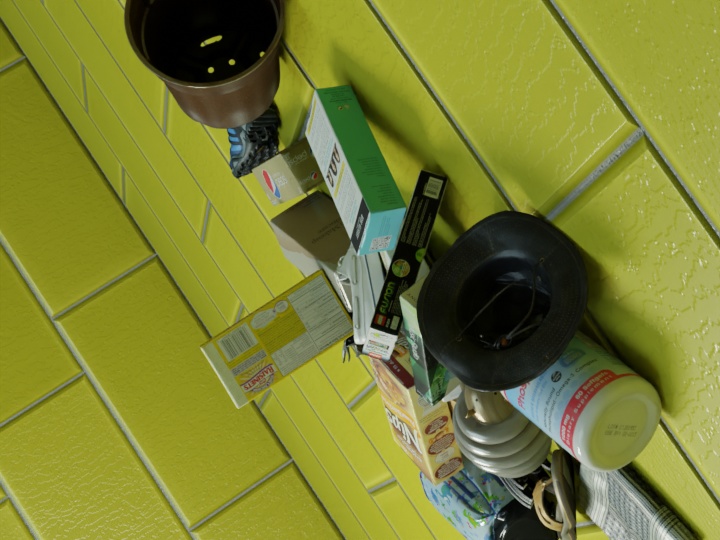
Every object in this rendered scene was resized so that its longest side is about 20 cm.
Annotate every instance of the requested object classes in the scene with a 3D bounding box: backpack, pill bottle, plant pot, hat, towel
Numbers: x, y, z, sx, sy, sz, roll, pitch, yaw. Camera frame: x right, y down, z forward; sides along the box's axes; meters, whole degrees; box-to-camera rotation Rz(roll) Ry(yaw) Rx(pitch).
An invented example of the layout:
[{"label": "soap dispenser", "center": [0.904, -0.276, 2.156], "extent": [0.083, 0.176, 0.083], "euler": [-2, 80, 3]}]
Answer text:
[{"label": "backpack", "center": [0.177, 0.319, 1.966], "extent": [0.200, 0.153, 0.163], "euler": [62, 178, 40]}, {"label": "pill bottle", "center": [0.213, 0.117, 1.461], "extent": [0.200, 0.109, 0.109], "euler": [39, 157, 48]}, {"label": "plant pot", "center": [-0.187, -0.289, 1.782], "extent": [0.201, 0.200, 0.198], "euler": [53, 172, 14]}, {"label": "hat", "center": [0.160, 0.041, 1.423], "extent": [0.081, 0.201, 0.201], "euler": [33, -173, -47]}, {"label": "towel", "center": [0.318, 0.299, 1.642], "extent": [0.193, 0.034, 0.200], "euler": [48, 163, 31]}]

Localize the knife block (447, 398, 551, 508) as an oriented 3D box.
[{"label": "knife block", "center": [0.178, 0.225, 1.876], "extent": [0.176, 0.064, 0.200], "euler": [63, 164, -17]}]

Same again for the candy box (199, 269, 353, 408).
[{"label": "candy box", "center": [-0.112, 0.094, 1.916], "extent": [0.102, 0.200, 0.026], "euler": [60, 169, -11]}]

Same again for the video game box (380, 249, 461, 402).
[{"label": "video game box", "center": [0.074, 0.039, 1.769], "extent": [0.200, 0.047, 0.183], "euler": [-114, 6, -50]}]

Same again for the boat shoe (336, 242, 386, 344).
[{"label": "boat shoe", "center": [0.000, 0.000, 1.853], "extent": [0.074, 0.065, 0.201], "euler": [55, -156, -68]}]

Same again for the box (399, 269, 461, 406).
[{"label": "box", "center": [0.115, 0.051, 1.572], "extent": [0.036, 0.144, 0.200], "euler": [39, 158, 32]}]

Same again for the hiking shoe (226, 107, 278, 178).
[{"label": "hiking shoe", "center": [-0.169, -0.214, 2.102], "extent": [0.087, 0.074, 0.200], "euler": [61, 157, 17]}]

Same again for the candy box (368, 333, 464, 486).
[{"label": "candy box", "center": [0.075, 0.187, 1.896], "extent": [0.115, 0.055, 0.201], "euler": [45, 158, 46]}]

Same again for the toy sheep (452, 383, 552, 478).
[{"label": "toy sheep", "center": [0.176, 0.186, 1.699], "extent": [0.138, 0.138, 0.200], "euler": [43, 174, 43]}]

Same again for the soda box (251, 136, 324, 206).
[{"label": "soda box", "center": [-0.096, -0.144, 2.000], "extent": [0.068, 0.064, 0.200], "euler": [59, 166, -6]}]

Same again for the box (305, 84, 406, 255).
[{"label": "box", "center": [-0.008, -0.123, 1.660], "extent": [0.082, 0.049, 0.201], "euler": [107, 147, -51]}]

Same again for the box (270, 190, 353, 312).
[{"label": "box", "center": [-0.038, -0.030, 1.993], "extent": [0.200, 0.095, 0.078], "euler": [36, 154, 50]}]

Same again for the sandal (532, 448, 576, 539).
[{"label": "sandal", "center": [0.247, 0.294, 1.765], "extent": [0.200, 0.054, 0.081], "euler": [76, -167, -58]}]

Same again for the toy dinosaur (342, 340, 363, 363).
[{"label": "toy dinosaur", "center": [-0.039, 0.039, 2.116], "extent": [0.200, 0.102, 0.077], "euler": [46, 161, 33]}]

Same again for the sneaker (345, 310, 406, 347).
[{"label": "sneaker", "center": [0.026, 0.077, 1.970], "extent": [0.199, 0.114, 0.076], "euler": [35, 156, 50]}]

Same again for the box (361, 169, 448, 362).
[{"label": "box", "center": [0.051, -0.004, 1.597], "extent": [0.035, 0.201, 0.110], "euler": [18, 160, 1]}]
